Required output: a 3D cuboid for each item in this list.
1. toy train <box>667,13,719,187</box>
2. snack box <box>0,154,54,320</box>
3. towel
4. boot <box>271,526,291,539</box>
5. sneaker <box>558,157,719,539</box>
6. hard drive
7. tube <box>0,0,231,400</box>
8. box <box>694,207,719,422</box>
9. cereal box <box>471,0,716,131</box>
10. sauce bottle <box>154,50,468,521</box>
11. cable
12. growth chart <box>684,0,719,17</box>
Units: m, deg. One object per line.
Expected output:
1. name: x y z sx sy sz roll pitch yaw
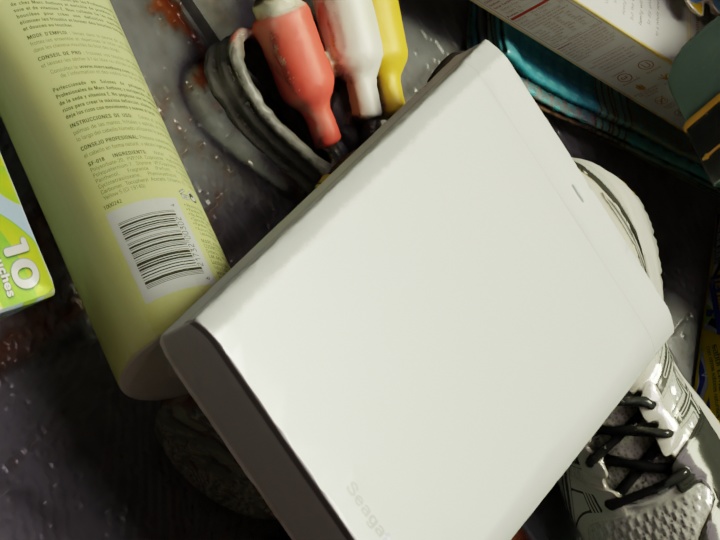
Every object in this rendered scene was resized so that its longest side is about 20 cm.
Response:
1. toy train: 0.220 -0.057 1.125 0.199 0.085 0.114 -2 61 -43
2. snack box: -0.196 -0.062 0.820 0.142 0.053 0.201 -19 85 -49
3. towel: 0.126 -0.118 1.192 0.199 0.022 0.148 23 57 -37
4. boot: 0.029 0.158 0.917 0.158 0.079 0.212 41 57 -15
5. sneaker: 0.093 0.046 1.028 0.088 0.075 0.201 28 39 -63
6. hard drive: 0.027 0.022 0.897 0.132 0.026 0.200 56 43 -11
7. tube: -0.095 -0.050 0.908 0.058 0.052 0.201 69 -4 -65
8. box: 0.191 0.056 1.142 0.070 0.064 0.201 35 49 -29
9. cereal box: 0.098 -0.158 1.136 0.199 0.039 0.145 27 53 -35
10. sauce bottle: 0.000 0.000 0.954 0.065 0.065 0.200 48 56 -17
11. cable: 0.005 -0.036 1.010 0.097 0.050 0.201 -24 89 -49
12. growth chart: 0.157 -0.169 1.161 0.199 0.018 0.146 22 52 -39
